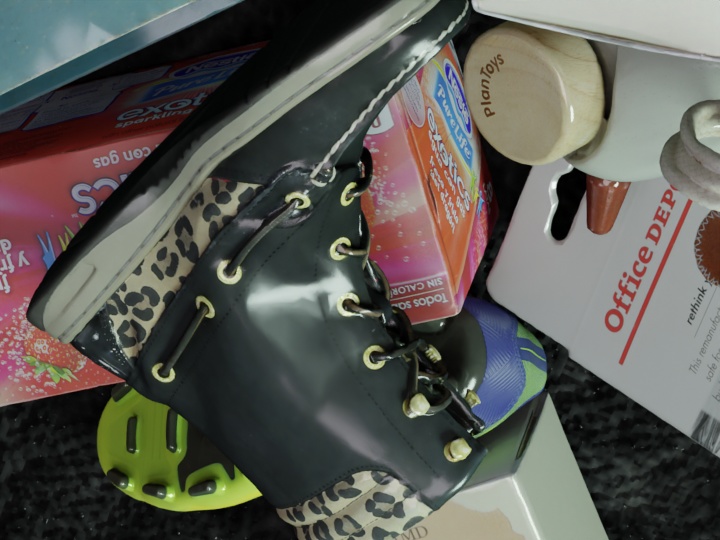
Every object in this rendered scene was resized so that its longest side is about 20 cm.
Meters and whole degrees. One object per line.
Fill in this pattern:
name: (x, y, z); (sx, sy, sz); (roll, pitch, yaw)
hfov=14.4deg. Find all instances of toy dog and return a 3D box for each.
toy dog: (0.124, -0.039, 0.945); (0.131, 0.200, 0.097); (-21, 121, -21)

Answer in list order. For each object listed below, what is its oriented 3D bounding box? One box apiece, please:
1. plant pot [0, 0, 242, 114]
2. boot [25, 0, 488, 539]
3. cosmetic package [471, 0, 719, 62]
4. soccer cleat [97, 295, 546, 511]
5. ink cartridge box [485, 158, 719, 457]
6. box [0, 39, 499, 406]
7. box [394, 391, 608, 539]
plant pot: (-0.102, -0.135, 0.932); (0.199, 0.200, 0.135); (-24, 95, 21)
boot: (0.000, 0.000, 0.980); (0.154, 0.074, 0.203); (44, 118, -10)
cosmetic package: (0.098, -0.150, 0.932); (0.087, 0.200, 0.104); (13, 115, 6)
soccer cleat: (-0.017, 0.057, 1.121); (0.199, 0.084, 0.065); (-16, 73, 34)
ink cartridge box: (0.155, 0.007, 1.036); (0.200, 0.068, 0.117); (34, 117, 25)
box: (-0.057, -0.025, 1.076); (0.199, 0.100, 0.096); (-12, 109, 17)
box: (0.064, 0.160, 1.137); (0.095, 0.078, 0.201); (-19, 107, 20)
